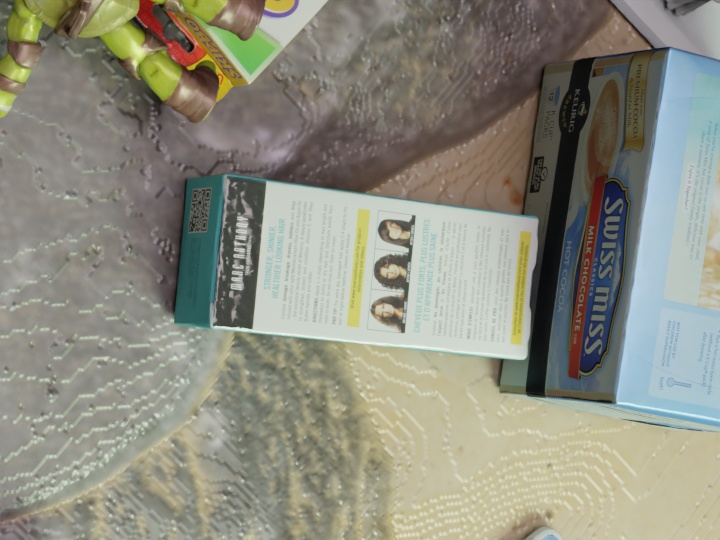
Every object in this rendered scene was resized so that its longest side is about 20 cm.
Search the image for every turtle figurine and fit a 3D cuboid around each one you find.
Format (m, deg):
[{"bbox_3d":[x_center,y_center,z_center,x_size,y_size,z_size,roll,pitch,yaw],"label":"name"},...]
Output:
[{"bbox_3d":[-0.129,-0.152,1.232,0.161,0.064,0.201,24,91,-24],"label":"turtle figurine"}]

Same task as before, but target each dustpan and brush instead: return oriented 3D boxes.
[{"bbox_3d":[0.239,-0.215,1.455,0.140,0.057,0.200,42,71,-22],"label":"dustpan and brush"}]

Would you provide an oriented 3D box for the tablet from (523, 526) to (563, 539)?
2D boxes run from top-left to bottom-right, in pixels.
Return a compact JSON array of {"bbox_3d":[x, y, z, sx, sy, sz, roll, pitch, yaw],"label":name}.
[{"bbox_3d":[0.110,0.264,1.413,0.130,0.014,0.201,-36,106,-24],"label":"tablet"}]

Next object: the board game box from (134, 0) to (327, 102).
[{"bbox_3d":[-0.042,-0.191,1.321,0.200,0.030,0.096,-48,111,-17],"label":"board game box"}]

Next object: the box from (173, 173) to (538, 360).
[{"bbox_3d":[0.000,0.000,1.330,0.199,0.049,0.083,7,86,-29],"label":"box"}]

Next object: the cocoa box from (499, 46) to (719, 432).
[{"bbox_3d":[0.177,-0.014,1.379,0.133,0.131,0.201,11,85,-26],"label":"cocoa box"}]
